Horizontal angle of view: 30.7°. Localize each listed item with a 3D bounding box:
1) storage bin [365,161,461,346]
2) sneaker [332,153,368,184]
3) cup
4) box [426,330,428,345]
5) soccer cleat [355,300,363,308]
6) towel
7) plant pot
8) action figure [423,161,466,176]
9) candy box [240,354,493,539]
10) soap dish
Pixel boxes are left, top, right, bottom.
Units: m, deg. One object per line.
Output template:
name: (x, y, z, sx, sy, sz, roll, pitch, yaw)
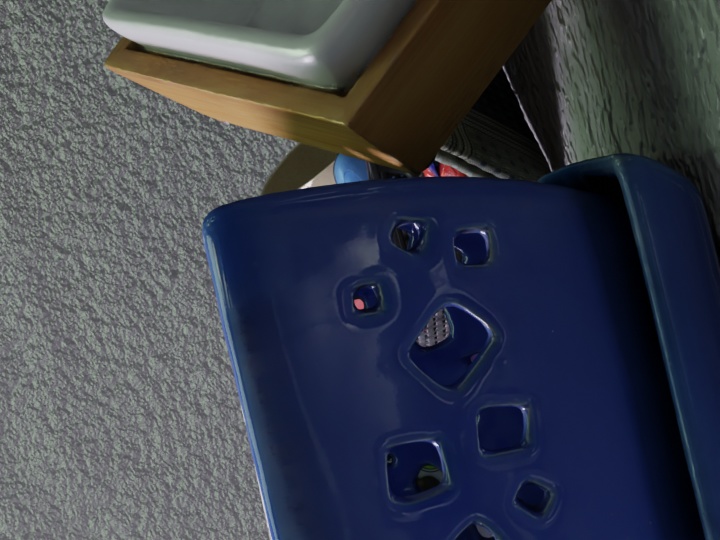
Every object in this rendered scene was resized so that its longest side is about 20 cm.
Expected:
storage bin: (0.068, -0.008, 1.023, 0.200, 0.093, 0.136, 81, 175, -64)
sneaker: (0.048, -0.038, 1.179, 0.201, 0.066, 0.078, 52, 175, 7)
cup: (-0.002, -0.099, 1.582, 0.143, 0.200, 0.201, 48, -172, -19)
box: (0.060, 0.085, 1.271, 0.132, 0.114, 0.202, 38, -147, -61)
soccer cleat: (0.000, 0.000, 0.982, 0.201, 0.066, 0.077, -95, 24, -60)
towel: (0.016, -0.120, 0.746, 0.199, 0.035, 0.193, 24, -148, -30)
plant pot: (0.051, 0.055, 0.527, 0.200, 0.178, 0.202, -152, 49, -88)
action figure: (0.053, -0.130, 0.922, 0.099, 0.065, 0.201, 63, -171, -52)
candy box: (0.055, 0.128, 0.666, 0.072, 0.198, 0.169, 80, 176, -76)
soap dish: (-0.008, -0.125, 0.554, 0.199, 0.158, 0.081, 21, 161, 51)
